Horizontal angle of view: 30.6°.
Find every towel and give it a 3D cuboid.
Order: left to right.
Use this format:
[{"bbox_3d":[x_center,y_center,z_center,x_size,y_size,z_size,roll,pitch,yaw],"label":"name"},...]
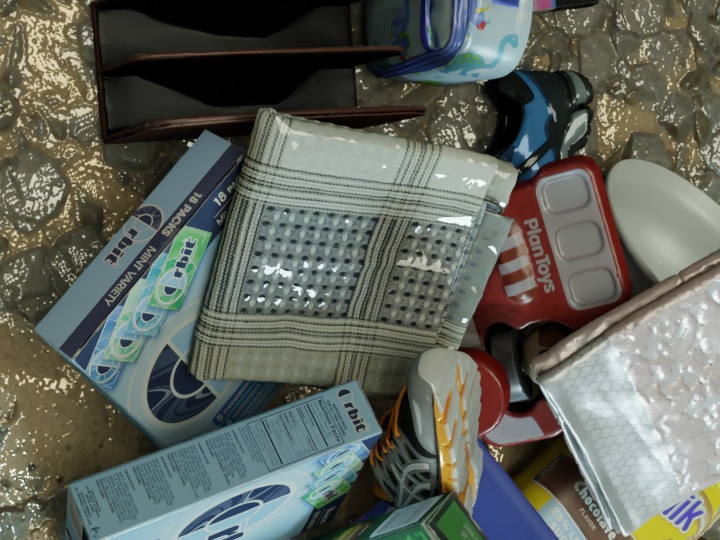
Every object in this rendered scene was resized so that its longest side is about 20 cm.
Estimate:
[{"bbox_3d":[0.000,0.000,0.871,0.199,0.035,0.193,8,111,-27],"label":"towel"},{"bbox_3d":[0.238,0.091,0.965,0.190,0.032,0.200,-30,126,2],"label":"towel"}]

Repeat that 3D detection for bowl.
[{"bbox_3d":[0.250,0.013,1.070,0.200,0.202,0.090,23,127,-24],"label":"bowl"}]

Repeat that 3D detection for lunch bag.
[{"bbox_3d":[0.068,-0.239,0.958,0.082,0.161,0.201,5,91,-25],"label":"lunch bag"}]

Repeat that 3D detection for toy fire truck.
[{"bbox_3d":[0.123,0.029,0.978,0.167,0.112,0.201,-15,101,21],"label":"toy fire truck"}]

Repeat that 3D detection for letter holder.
[{"bbox_3d":[-0.069,-0.146,0.908,0.199,0.142,0.101,-6,95,-24],"label":"letter holder"}]

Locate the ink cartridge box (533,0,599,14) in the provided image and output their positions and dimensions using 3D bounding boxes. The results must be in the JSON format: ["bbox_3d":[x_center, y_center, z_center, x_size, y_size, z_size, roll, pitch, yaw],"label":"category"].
[{"bbox_3d":[0.132,-0.307,1.056,0.094,0.037,0.201,-13,96,-24],"label":"ink cartridge box"}]

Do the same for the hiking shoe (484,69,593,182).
[{"bbox_3d":[0.132,-0.064,1.053,0.086,0.074,0.201,5,81,-18],"label":"hiking shoe"}]

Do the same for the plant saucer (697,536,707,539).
[{"bbox_3d":[0.267,0.327,1.148,0.199,0.034,0.201,-1,92,-25],"label":"plant saucer"}]

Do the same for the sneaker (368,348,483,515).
[{"bbox_3d":[0.041,0.121,0.911,0.077,0.200,0.079,12,53,14],"label":"sneaker"}]

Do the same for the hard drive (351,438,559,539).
[{"bbox_3d":[0.095,0.240,0.994,0.132,0.025,0.200,-39,75,-1],"label":"hard drive"}]

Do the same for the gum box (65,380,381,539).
[{"bbox_3d":[-0.098,0.158,0.892,0.199,0.170,0.045,-18,65,-22],"label":"gum box"}]

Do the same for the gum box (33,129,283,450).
[{"bbox_3d":[-0.106,0.031,0.896,0.170,0.044,0.200,-51,147,-14],"label":"gum box"}]

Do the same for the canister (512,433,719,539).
[{"bbox_3d":[0.205,0.194,1.083,0.200,0.086,0.149,-39,104,-17],"label":"canister"}]

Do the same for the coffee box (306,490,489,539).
[{"bbox_3d":[0.027,0.233,0.932,0.123,0.200,0.044,53,48,-4],"label":"coffee box"}]
